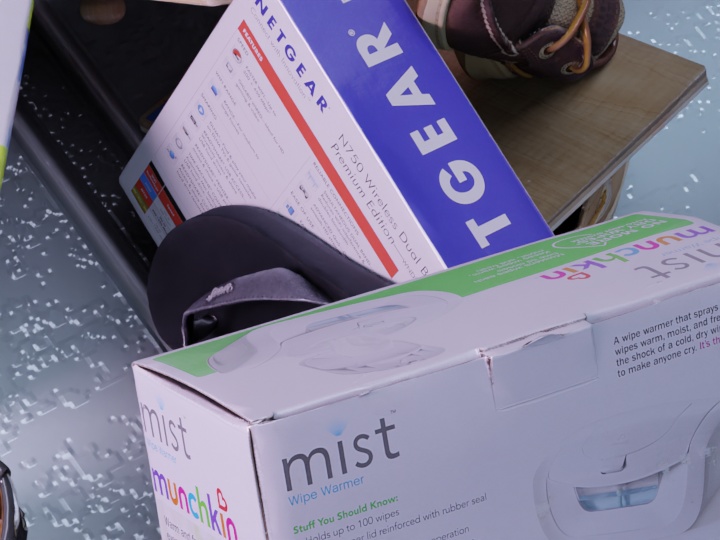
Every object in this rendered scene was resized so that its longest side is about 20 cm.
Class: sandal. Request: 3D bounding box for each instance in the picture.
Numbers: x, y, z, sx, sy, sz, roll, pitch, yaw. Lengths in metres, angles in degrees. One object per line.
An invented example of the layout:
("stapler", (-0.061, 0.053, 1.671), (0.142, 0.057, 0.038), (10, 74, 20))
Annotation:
("sandal", (-0.024, 0.025, 1.014), (0.043, 0.076, 0.200), (-25, 25, -31))

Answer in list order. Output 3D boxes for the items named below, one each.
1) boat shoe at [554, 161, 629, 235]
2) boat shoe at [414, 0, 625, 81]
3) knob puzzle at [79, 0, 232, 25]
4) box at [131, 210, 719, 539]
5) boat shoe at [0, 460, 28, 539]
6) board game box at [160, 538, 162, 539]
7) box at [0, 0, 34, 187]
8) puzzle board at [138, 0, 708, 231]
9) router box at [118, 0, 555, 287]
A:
("boat shoe", (0.075, -0.034, 1.182), (0.074, 0.069, 0.200), (27, 54, 2))
("boat shoe", (0.068, -0.109, 1.068), (0.072, 0.200, 0.072), (11, 84, 12))
("knob puzzle", (-0.036, -0.121, 1.164), (0.219, 0.220, 0.031), (-6, 102, -21))
("box", (0.045, 0.093, 0.889), (0.199, 0.097, 0.177), (-17, 107, -24))
("boat shoe", (-0.178, 0.153, 0.985), (0.072, 0.068, 0.200), (27, 56, -1))
("board game box", (0.000, 0.179, 0.999), (0.103, 0.105, 0.200), (-34, 73, -32))
("box", (-0.164, -0.054, 1.087), (0.047, 0.122, 0.201), (12, 56, -9))
("puzzle board", (0.025, -0.069, 1.167), (0.200, 0.017, 0.151), (25, 55, 36))
("router box", (0.000, 0.000, 1.051), (0.049, 0.180, 0.200), (-25, 78, -31))
